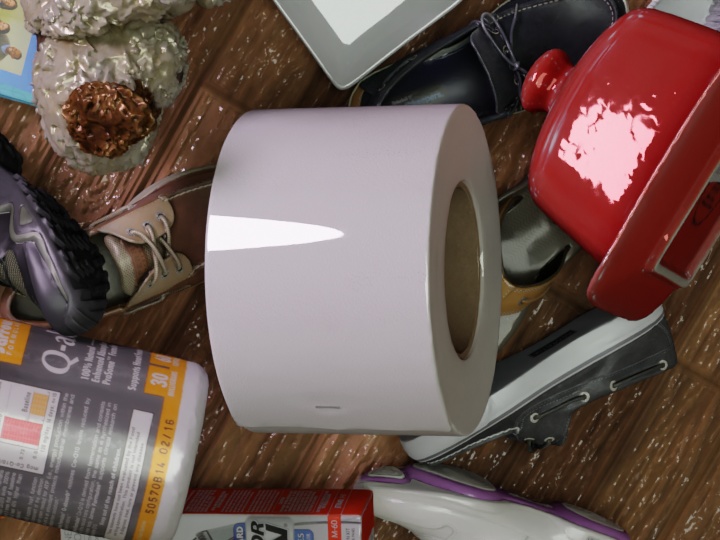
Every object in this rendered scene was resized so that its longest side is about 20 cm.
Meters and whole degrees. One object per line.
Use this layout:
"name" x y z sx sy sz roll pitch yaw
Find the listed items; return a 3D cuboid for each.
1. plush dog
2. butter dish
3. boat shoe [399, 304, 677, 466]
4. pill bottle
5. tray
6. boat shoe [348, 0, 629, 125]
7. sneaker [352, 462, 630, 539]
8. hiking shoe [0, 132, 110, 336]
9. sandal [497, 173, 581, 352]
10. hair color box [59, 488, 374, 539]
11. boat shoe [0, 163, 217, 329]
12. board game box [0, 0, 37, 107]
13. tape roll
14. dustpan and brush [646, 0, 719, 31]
"plush dog" -0.152 -0.142 1.289 0.159 0.200 0.174 2 95 1
"butter dish" 0.166 -0.086 1.362 0.147 0.200 0.200 34 96 18
"boat shoe" 0.124 0.086 1.462 0.199 0.070 0.067 -30 101 -10
"pill bottle" -0.198 0.092 1.318 0.198 0.116 0.117 13 97 -7
"tray" -0.030 -0.226 1.406 0.107 0.022 0.201 -37 102 -2
"boat shoe" 0.087 -0.131 1.419 0.199 0.062 0.075 -24 100 -5
"sneaker" 0.084 0.192 1.466 0.198 0.075 0.100 19 96 -11
"hiking shoe" -0.232 -0.015 1.349 0.101 0.200 0.076 -44 147 5
"sandal" 0.107 -0.007 1.446 0.200 0.055 0.082 -42 102 0
"hair color box" -0.091 0.203 1.425 0.198 0.064 0.112 -1 100 9
"boat shoe" -0.142 -0.007 1.401 0.199 0.072 0.076 -27 102 -3
"board game box" -0.245 -0.193 1.369 0.198 0.045 0.153 15 96 -11
"tape roll" 0.000 0.000 1.339 0.138 0.203 0.205 1 100 16
"dustpan and brush" 0.261 -0.186 1.435 0.138 0.057 0.202 20 96 -11
